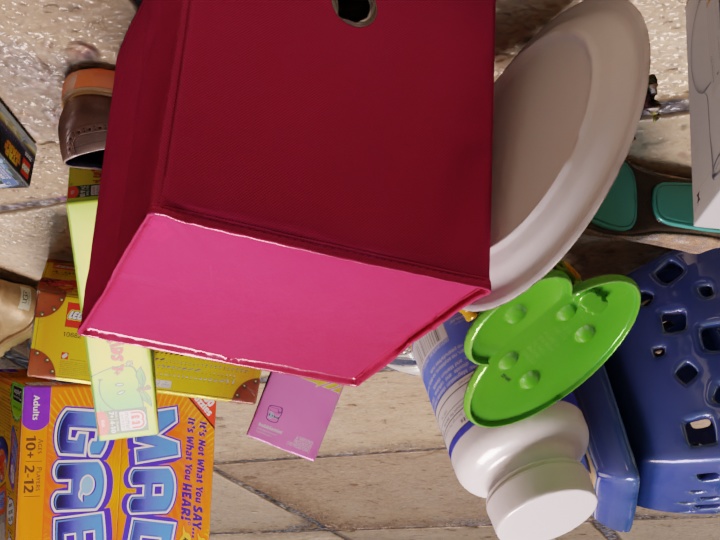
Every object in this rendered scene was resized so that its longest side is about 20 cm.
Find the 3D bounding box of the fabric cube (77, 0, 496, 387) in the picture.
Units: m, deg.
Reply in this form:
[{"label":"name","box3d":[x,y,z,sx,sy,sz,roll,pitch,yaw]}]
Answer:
[{"label":"fabric cube","box3d":[-0.047,-0.065,0.721,0.195,0.201,0.200,14,154,-20]}]

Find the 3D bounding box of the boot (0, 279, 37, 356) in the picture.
[{"label":"boot","box3d":[-0.422,0.026,1.144,0.175,0.066,0.199,-30,142,32]}]

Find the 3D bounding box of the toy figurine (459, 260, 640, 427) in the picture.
[{"label":"toy figurine","box3d":[0.080,-0.011,0.854,0.150,0.184,0.200,-41,150,8]}]

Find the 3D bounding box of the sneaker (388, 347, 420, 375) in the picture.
[{"label":"sneaker","box3d":[0.094,0.036,1.101,0.199,0.077,0.085,-17,146,19]}]

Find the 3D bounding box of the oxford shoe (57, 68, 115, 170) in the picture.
[{"label":"oxford shoe","box3d":[-0.118,-0.079,0.851,0.199,0.073,0.071,12,154,-20]}]

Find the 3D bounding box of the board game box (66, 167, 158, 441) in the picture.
[{"label":"board game box","box3d":[-0.187,0.017,0.909,0.047,0.102,0.201,-5,118,-9]}]

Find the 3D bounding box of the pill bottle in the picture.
[{"label":"pill bottle","box3d":[0.116,0.111,0.957,0.111,0.201,0.112,-12,143,-10]}]

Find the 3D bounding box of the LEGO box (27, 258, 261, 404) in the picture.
[{"label":"LEGO box","box3d":[-0.190,0.053,1.073,0.199,0.078,0.149,9,-171,-13]}]

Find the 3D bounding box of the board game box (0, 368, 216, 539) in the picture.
[{"label":"board game box","box3d":[-0.283,0.213,1.267,0.199,0.201,0.200,4,179,-27]}]

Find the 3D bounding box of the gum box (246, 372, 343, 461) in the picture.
[{"label":"gum box","box3d":[-0.055,0.107,1.130,0.066,0.114,0.200,21,175,-2]}]

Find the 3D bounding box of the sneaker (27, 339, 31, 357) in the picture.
[{"label":"sneaker","box3d":[-0.285,0.082,1.236,0.199,0.073,0.072,-18,151,41]}]

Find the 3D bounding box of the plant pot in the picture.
[{"label":"plant pot","box3d":[0.264,0.108,1.026,0.179,0.201,0.200,-15,153,3]}]

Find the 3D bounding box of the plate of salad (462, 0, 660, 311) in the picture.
[{"label":"plate of salad","box3d":[0.107,-0.065,0.698,0.048,0.201,0.200,26,149,-21]}]

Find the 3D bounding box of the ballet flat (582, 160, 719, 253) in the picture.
[{"label":"ballet flat","box3d":[0.198,-0.046,0.902,0.199,0.069,0.067,14,161,-19]}]

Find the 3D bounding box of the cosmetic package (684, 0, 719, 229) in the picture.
[{"label":"cosmetic package","box3d":[0.221,-0.129,0.605,0.051,0.152,0.200,4,156,-3]}]

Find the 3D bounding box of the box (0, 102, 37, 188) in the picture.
[{"label":"box","box3d":[-0.331,-0.117,0.833,0.136,0.040,0.200,0,156,10]}]
